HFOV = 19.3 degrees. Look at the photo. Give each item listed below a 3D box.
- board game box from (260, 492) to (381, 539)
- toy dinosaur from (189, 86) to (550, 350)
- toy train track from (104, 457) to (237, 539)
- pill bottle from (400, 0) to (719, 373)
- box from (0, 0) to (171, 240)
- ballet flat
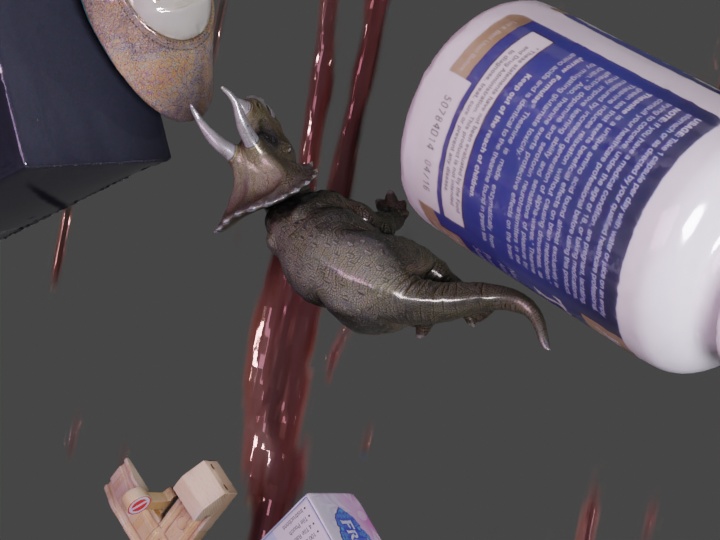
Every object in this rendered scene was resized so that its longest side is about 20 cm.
[{"bbox_3d":[-0.029,0.245,1.006,0.200,0.041,0.200,-46,60,26],"label":"board game box"},{"bbox_3d":[0.000,0.000,0.979,0.200,0.102,0.077,44,111,36],"label":"toy dinosaur"},{"bbox_3d":[-0.134,0.177,1.111,0.200,0.032,0.115,-53,55,23],"label":"toy train track"},{"bbox_3d":[0.119,-0.027,0.878,0.200,0.111,0.112,34,105,38],"label":"pill bottle"},{"bbox_3d":[-0.218,-0.124,1.148,0.181,0.104,0.201,-22,80,40],"label":"box"},{"bbox_3d":[-0.117,-0.173,1.082,0.067,0.068,0.201,-19,101,47],"label":"ballet flat"}]
